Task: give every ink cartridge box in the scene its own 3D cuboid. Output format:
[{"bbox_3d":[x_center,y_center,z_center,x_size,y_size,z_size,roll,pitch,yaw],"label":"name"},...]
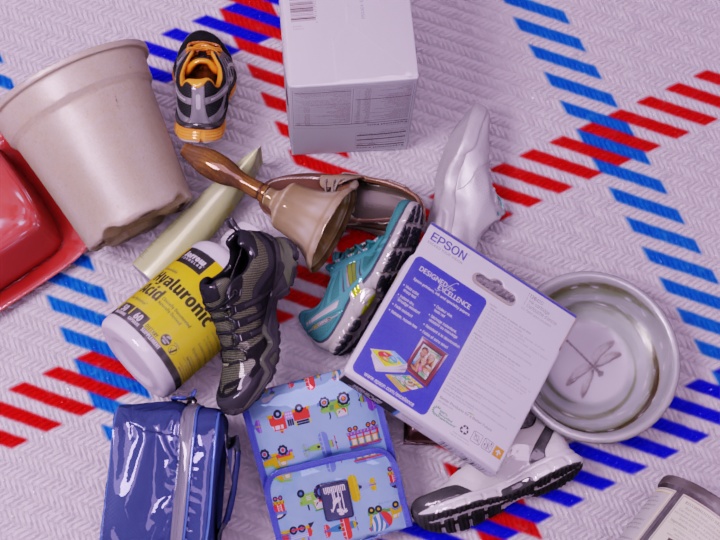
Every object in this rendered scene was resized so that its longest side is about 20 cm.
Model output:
[{"bbox_3d":[0.107,0.084,1.363,0.197,0.047,0.201,33,67,-3],"label":"ink cartridge box"}]

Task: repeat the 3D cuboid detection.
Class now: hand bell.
[{"bbox_3d":[-0.115,-0.089,1.410,0.199,0.104,0.105,28,74,9],"label":"hand bell"}]

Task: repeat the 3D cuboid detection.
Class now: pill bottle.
[{"bbox_3d":[-0.180,0.038,1.408,0.111,0.111,0.200,44,67,10],"label":"pill bottle"}]

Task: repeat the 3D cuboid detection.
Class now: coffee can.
[{"bbox_3d":[0.319,0.339,1.327,0.146,0.146,0.200,40,77,9],"label":"coffee can"}]

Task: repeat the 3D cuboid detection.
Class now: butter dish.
[{"bbox_3d":[-0.441,-0.063,1.413,0.199,0.148,0.200,-35,78,-11],"label":"butter dish"}]

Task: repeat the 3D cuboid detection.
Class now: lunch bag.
[{"bbox_3d":[-0.036,0.217,1.387,0.150,0.094,0.201,-15,85,-2],"label":"lunch bag"},{"bbox_3d":[-0.195,0.225,1.336,0.131,0.136,0.202,6,85,-2],"label":"lunch bag"}]

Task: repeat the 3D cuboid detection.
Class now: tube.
[{"bbox_3d":[-0.180,-0.063,1.466,0.200,0.052,0.058,-49,37,-11],"label":"tube"}]

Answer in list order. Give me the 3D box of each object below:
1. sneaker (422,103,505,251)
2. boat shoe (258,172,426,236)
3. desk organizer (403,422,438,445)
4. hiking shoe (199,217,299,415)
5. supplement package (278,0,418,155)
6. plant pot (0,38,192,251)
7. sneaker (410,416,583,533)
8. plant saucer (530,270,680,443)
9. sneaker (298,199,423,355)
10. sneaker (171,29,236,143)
[{"bbox_3d":[0.135,-0.095,1.495,0.088,0.075,0.201,17,79,-10],"label":"sneaker"},{"bbox_3d":[-0.020,-0.085,1.476,0.198,0.072,0.076,4,73,-1],"label":"boat shoe"},{"bbox_3d":[0.091,0.092,1.425,0.071,0.077,0.201,3,73,-2],"label":"desk organizer"},{"bbox_3d":[-0.135,0.049,1.331,0.100,0.076,0.201,22,71,-34],"label":"hiking shoe"},{"bbox_3d":[-0.018,-0.260,1.461,0.146,0.200,0.193,-4,73,-3],"label":"supplement package"},{"bbox_3d":[-0.290,-0.131,1.430,0.200,0.200,0.184,-27,87,-10],"label":"plant pot"},{"bbox_3d":[0.143,0.226,1.401,0.199,0.074,0.080,-20,61,-12],"label":"sneaker"},{"bbox_3d":[0.262,0.102,1.441,0.199,0.050,0.202,2,70,-5],"label":"plant saucer"},{"bbox_3d":[0.000,0.000,1.431,0.080,0.077,0.201,37,98,20],"label":"sneaker"},{"bbox_3d":[-0.183,-0.232,1.480,0.078,0.078,0.201,-2,41,-7],"label":"sneaker"}]
